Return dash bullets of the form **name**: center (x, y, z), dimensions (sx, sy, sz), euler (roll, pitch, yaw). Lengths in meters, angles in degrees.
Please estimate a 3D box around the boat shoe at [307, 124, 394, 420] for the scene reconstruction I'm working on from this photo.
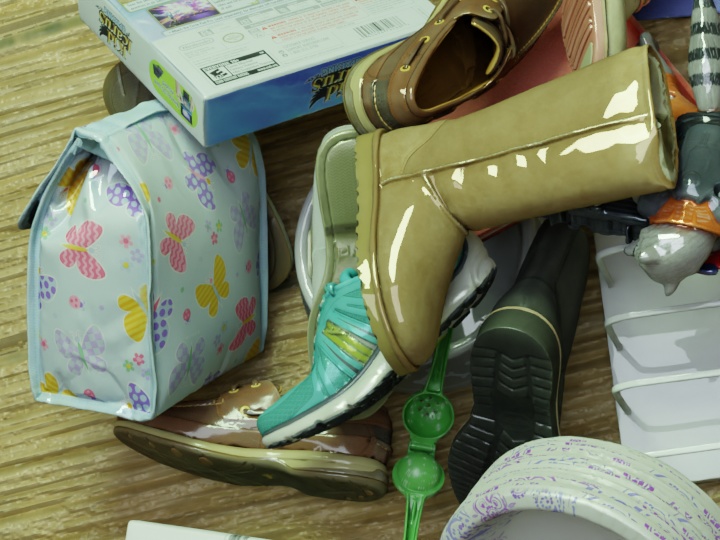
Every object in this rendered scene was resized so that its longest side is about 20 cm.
- **boat shoe**: center (0.000, 0.000, 1.470), dimensions (0.075, 0.068, 0.200), euler (2, 99, 0)

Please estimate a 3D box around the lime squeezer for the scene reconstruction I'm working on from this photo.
- **lime squeezer**: center (0.048, 0.122, 1.464), dimensions (0.038, 0.071, 0.200), euler (14, 80, -17)

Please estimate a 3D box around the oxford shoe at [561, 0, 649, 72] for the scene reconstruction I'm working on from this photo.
- **oxford shoe**: center (0.175, -0.200, 1.406), dimensions (0.074, 0.071, 0.200), euler (12, 56, -7)

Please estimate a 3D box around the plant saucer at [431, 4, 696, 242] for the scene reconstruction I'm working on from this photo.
- **plant saucer**: center (0.109, -0.118, 1.490), dimensions (0.200, 0.037, 0.200), euler (-28, 54, -6)

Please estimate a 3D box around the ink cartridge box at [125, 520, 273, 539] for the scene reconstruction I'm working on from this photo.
- **ink cartridge box**: center (-0.072, 0.260, 1.484), dimensions (0.200, 0.084, 0.146), euler (6, 79, 15)

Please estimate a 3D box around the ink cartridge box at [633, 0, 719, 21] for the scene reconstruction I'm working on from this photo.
- **ink cartridge box**: center (0.218, -0.284, 1.555), dimensions (0.199, 0.041, 0.200), euler (-5, 77, 13)

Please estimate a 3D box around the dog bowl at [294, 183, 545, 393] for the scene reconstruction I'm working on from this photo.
- **dog bowl**: center (0.043, -0.014, 1.530), dimensions (0.200, 0.059, 0.200), euler (-3, 77, 14)

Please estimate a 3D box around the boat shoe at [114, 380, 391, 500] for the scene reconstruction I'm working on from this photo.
- **boat shoe**: center (-0.074, 0.114, 1.522), dimensions (0.200, 0.072, 0.068), euler (8, 70, 9)

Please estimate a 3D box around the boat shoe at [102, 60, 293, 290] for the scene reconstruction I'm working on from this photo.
- **boat shoe**: center (-0.108, -0.077, 1.576), dimensions (0.073, 0.065, 0.200), euler (-34, 91, 26)

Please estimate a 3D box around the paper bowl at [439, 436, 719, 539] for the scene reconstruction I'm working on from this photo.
- **paper bowl**: center (0.157, 0.193, 1.360), dimensions (0.200, 0.201, 0.104), euler (25, 41, 18)

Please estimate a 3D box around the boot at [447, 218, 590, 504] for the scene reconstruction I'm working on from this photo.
- **boot**: center (0.121, 0.069, 1.466), dimensions (0.077, 0.200, 0.138), euler (19, 45, 9)

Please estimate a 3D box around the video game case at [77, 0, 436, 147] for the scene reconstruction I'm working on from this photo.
- **video game case**: center (-0.068, -0.175, 1.490), dimensions (0.200, 0.045, 0.181), euler (-20, 45, -27)

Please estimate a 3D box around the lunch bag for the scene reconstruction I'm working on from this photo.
- **lunch bag**: center (-0.148, -0.020, 1.479), dimensions (0.127, 0.170, 0.200), euler (11, 111, 23)

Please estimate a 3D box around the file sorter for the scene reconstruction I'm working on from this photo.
- **file sorter**: center (0.230, 0.034, 1.439), dimensions (0.139, 0.125, 0.200), euler (-9, 76, 11)

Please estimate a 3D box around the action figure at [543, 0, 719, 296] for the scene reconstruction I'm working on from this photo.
- **action figure**: center (0.193, -0.076, 1.358), dimensions (0.200, 0.105, 0.194), euler (3, 60, 15)

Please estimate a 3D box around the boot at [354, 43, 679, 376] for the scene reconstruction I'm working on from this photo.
- **boot**: center (0.097, -0.038, 1.315), dimensions (0.200, 0.066, 0.175), euler (-14, 68, 20)

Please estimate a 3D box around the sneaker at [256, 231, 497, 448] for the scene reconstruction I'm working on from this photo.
- **sneaker**: center (0.002, 0.041, 1.414), dimensions (0.200, 0.078, 0.080), euler (-45, 80, 12)

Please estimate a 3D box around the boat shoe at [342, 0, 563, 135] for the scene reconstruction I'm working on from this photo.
- **boat shoe**: center (0.077, -0.151, 1.431), dimensions (0.200, 0.068, 0.072), euler (-40, 112, -31)
